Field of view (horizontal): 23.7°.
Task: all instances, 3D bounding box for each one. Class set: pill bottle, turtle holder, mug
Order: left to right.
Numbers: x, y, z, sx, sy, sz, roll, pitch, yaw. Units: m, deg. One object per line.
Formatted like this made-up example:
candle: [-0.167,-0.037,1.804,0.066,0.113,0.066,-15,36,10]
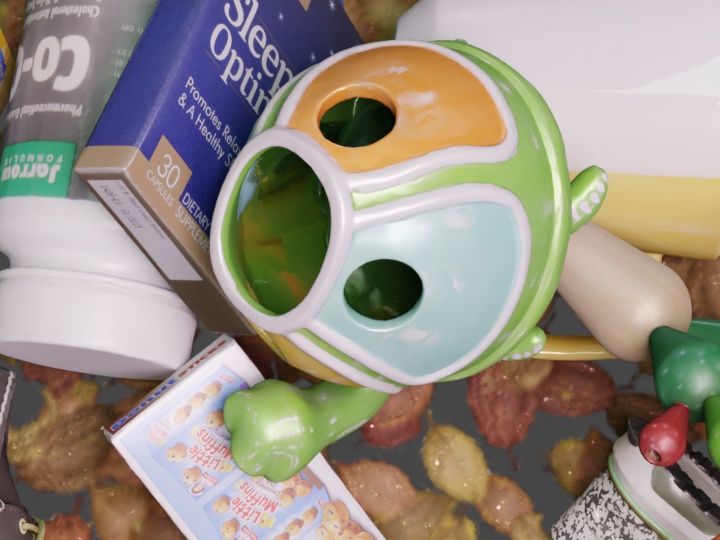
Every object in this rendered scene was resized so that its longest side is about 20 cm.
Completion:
pill bottle: [-0.112,-0.055,0.810,0.113,0.113,0.201,8,78,-2]
turtle holder: [-0.003,-0.011,0.720,0.132,0.185,0.141,-10,68,-49]
mug: [0.094,-0.063,0.813,0.153,0.149,0.187,0,73,5]

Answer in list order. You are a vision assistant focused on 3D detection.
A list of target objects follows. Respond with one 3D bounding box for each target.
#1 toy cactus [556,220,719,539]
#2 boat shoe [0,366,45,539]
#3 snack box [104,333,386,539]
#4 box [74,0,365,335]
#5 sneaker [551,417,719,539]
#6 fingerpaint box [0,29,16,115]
toy cactus: [0.145,0.047,0.751,0.165,0.200,0.102,42,114,10]
boat shoe: [-0.177,0.141,0.794,0.060,0.072,0.202,9,86,-6]
snack box: [-0.029,0.129,0.790,0.072,0.024,0.200,-38,105,-8]
box: [-0.050,-0.087,0.774,0.032,0.121,0.200,0,55,30]
sneaker: [0.169,0.167,0.820,0.089,0.077,0.200,-42,85,21]
fingerpaint box: [-0.226,-0.055,0.760,0.073,0.200,0.167,24,78,0]
